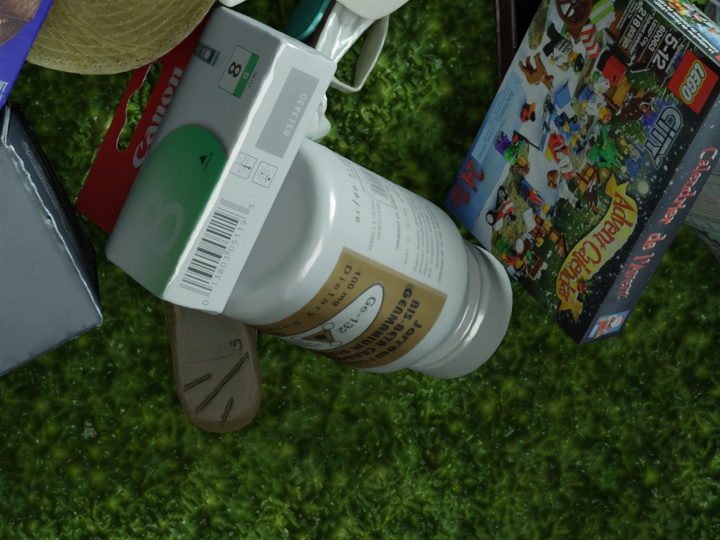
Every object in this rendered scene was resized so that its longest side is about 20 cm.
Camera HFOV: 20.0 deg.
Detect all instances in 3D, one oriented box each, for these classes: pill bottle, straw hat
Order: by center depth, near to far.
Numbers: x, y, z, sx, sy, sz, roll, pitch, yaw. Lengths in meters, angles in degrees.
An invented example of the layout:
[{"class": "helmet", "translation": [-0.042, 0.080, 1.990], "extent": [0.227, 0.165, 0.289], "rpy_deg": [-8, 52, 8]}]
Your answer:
[{"class": "straw hat", "translation": [-0.153, -0.214, 1.236], "extent": [0.201, 0.085, 0.201], "rpy_deg": [2, 97, 17]}, {"class": "pill bottle", "translation": [0.000, 0.000, 1.246], "extent": [0.200, 0.114, 0.114], "rpy_deg": [24, 97, -47]}]

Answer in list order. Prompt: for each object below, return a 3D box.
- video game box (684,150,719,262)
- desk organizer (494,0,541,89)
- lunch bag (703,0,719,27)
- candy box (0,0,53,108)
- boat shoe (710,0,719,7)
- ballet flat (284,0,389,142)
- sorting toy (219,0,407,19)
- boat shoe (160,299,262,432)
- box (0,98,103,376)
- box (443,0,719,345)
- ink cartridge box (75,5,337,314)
[{"class": "video game box", "translation": [0.257, -0.025, 1.271], "extent": [0.047, 0.200, 0.182], "rpy_deg": [-43, 103, -4]}, {"class": "desk organizer", "translation": [0.127, -0.171, 1.289], "extent": [0.072, 0.077, 0.200], "rpy_deg": [-5, 101, -7]}, {"class": "lunch bag", "translation": [0.319, -0.119, 1.312], "extent": [0.160, 0.077, 0.200], "rpy_deg": [-28, 91, -5]}, {"class": "candy box", "translation": [-0.237, -0.213, 1.133], "extent": [0.169, 0.077, 0.200], "rpy_deg": [20, 106, -28]}, {"class": "boat shoe", "translation": [0.212, -0.258, 1.250], "extent": [0.074, 0.086, 0.202], "rpy_deg": [-14, 84, 12]}, {"class": "ballet flat", "translation": [-0.032, -0.119, 1.265], "extent": [0.069, 0.069, 0.200], "rpy_deg": [38, 73, -13]}, {"class": "sorting toy", "translation": [0.003, -0.213, 1.162], "extent": [0.200, 0.107, 0.180], "rpy_deg": [-1, 139, -39]}, {"class": "boat shoe", "translation": [-0.096, 0.000, 1.304], "extent": [0.073, 0.063, 0.201], "rpy_deg": [-9, 94, -2]}, {"class": "box", "translation": [-0.266, 0.004, 1.203], "extent": [0.200, 0.197, 0.124], "rpy_deg": [-27, 103, -2]}, {"class": "box", "translation": [0.138, -0.076, 1.198], "extent": [0.038, 0.137, 0.200], "rpy_deg": [-10, 137, -41]}, {"class": "ink cartridge box", "translation": [-0.112, -0.082, 1.208], "extent": [0.050, 0.200, 0.161], "rpy_deg": [20, 98, -40]}]
